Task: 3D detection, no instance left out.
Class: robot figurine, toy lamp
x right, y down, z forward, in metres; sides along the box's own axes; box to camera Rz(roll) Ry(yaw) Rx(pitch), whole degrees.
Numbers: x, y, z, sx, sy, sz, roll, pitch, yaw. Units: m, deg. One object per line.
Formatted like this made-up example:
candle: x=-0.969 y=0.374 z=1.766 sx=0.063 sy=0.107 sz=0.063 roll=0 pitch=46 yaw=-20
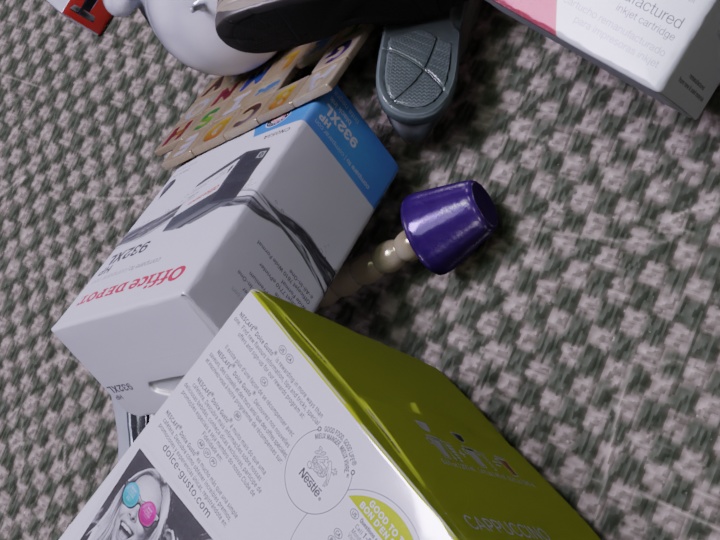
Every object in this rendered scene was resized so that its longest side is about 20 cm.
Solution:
robot figurine: x=-0.111 y=-0.214 z=0.865 sx=0.200 sy=0.167 sz=0.114 roll=-126 pitch=29 yaw=-59
toy lamp: x=0.000 y=0.000 z=0.769 sx=0.198 sy=0.058 sz=0.059 roll=-29 pitch=60 yaw=24

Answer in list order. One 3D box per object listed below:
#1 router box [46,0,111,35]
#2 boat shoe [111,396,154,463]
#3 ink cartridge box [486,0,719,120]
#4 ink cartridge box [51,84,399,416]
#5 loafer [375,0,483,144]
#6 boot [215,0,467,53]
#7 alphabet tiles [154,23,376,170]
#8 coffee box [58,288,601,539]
router box: x=-0.258 y=-0.342 z=1.075 sx=0.200 sy=0.049 sz=0.181 roll=41 pitch=100 yaw=37
boat shoe: x=-0.139 y=0.115 z=0.830 sx=0.056 sy=0.068 sz=0.203 roll=-10 pitch=75 yaw=29
ink cartridge box: x=0.165 y=-0.209 z=0.620 sx=0.145 sy=0.082 sz=0.202 roll=35 pitch=104 yaw=27
ink cartridge box: x=-0.084 y=-0.014 z=0.747 sx=0.144 sy=0.084 sz=0.201 roll=-14 pitch=35 yaw=43
loafer: x=0.051 y=-0.183 z=0.790 sx=0.071 sy=0.063 sz=0.203 roll=13 pitch=72 yaw=8
boot: x=-0.006 y=-0.234 z=0.749 sx=0.197 sy=0.073 sz=0.153 roll=-14 pitch=68 yaw=13
alphabet tiles: x=-0.062 y=-0.143 z=0.831 sx=0.198 sy=0.008 sz=0.168 roll=-18 pitch=31 yaw=39
coffee box: x=-0.006 y=0.166 z=0.628 sx=0.199 sy=0.199 sz=0.200 roll=-51 pitch=52 yaw=10
